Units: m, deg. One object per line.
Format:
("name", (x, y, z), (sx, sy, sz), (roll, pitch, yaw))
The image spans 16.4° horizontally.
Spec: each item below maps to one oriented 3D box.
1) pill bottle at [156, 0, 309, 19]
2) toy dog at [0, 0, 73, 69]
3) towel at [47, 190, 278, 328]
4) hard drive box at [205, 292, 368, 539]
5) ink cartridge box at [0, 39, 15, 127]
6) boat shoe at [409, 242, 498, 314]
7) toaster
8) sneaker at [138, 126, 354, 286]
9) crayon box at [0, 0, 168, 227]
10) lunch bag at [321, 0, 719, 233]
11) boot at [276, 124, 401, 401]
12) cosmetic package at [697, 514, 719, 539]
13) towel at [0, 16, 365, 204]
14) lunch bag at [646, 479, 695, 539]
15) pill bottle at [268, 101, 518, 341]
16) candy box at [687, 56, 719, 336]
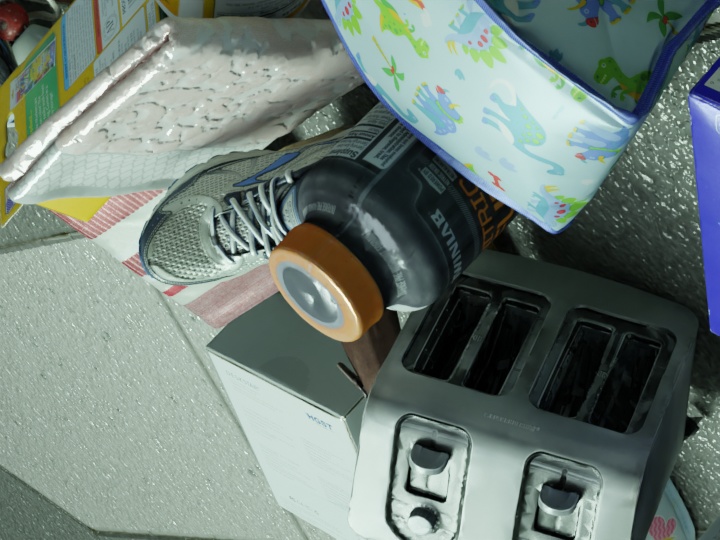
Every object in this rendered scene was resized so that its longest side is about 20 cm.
("pill bottle", (-0.074, -0.210, 1.481), (0.109, 0.109, 0.200), (39, 156, 13))
("toy dog", (-0.209, -0.158, 1.797), (0.131, 0.096, 0.201), (-21, 91, 31))
("towel", (-0.124, -0.044, 1.775), (0.144, 0.023, 0.200), (-32, 127, 30))
("hard drive box", (-0.019, 0.129, 1.977), (0.155, 0.077, 0.201), (25, 150, 37))
("ink cartridge box", (-0.314, -0.196, 1.844), (0.201, 0.043, 0.198), (55, -172, 0))
("boat shoe", (0.054, -0.003, 1.661), (0.069, 0.071, 0.201), (32, 142, 53))
("toaster", (0.109, 0.091, 1.543), (0.180, 0.200, 0.119), (17, 131, 13))
("sneaker", (-0.047, -0.042, 1.541), (0.085, 0.199, 0.077), (-96, -17, -79))
("crayon box", (-0.169, -0.124, 1.652), (0.051, 0.126, 0.200), (20, 134, -33))
("lunch bag", (0.073, -0.140, 1.338), (0.199, 0.128, 0.170), (33, 156, 3))
("boot", (0.000, 0.000, 1.664), (0.200, 0.072, 0.167), (76, 175, -78))
("cosmetic package", (0.288, 0.230, 1.491), (0.165, 0.200, 0.165), (54, 155, -20))
("towel", (-0.097, -0.099, 1.534), (0.191, 0.199, 0.032), (-35, 71, 38))
("lunch bag", (0.132, 0.194, 1.723), (0.127, 0.170, 0.201), (10, 139, 50))
("pill bottle", (0.036, -0.049, 1.450), (0.106, 0.200, 0.106), (36, 155, 19))
("candy box", (0.261, -0.016, 1.294), (0.169, 0.077, 0.201), (29, 151, 30))
